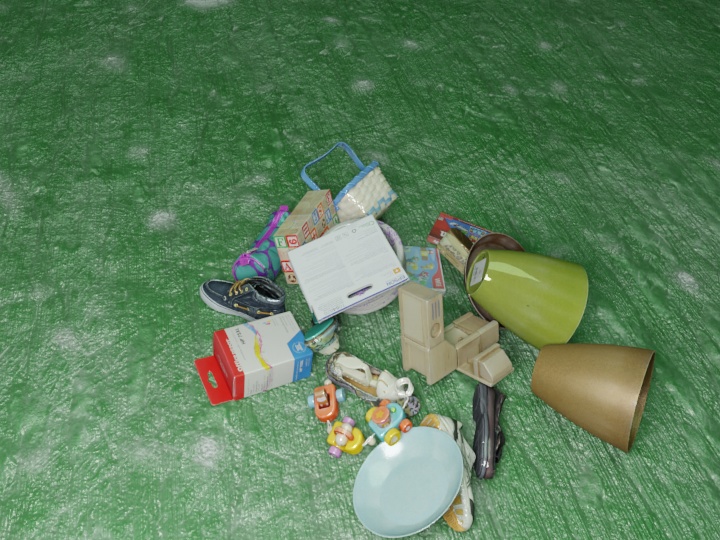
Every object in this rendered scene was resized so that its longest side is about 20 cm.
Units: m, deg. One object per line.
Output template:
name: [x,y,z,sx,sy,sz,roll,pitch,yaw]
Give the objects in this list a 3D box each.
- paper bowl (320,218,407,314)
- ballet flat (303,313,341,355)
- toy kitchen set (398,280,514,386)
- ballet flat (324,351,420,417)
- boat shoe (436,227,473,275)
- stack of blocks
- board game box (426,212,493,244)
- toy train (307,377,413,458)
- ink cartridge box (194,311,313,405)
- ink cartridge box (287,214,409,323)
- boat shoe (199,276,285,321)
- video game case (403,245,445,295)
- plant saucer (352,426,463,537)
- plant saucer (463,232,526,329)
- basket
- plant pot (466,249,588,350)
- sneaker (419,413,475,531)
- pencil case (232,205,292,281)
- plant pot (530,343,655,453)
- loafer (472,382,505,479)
paper bowl: [0.000,0.000,1.552,0.195,0.105,0.205,-7,53,9]
ballet flat: [-0.063,0.121,1.417,0.072,0.076,0.200,11,15,1]
toy kitchen set: [0.199,0.103,1.413,0.197,0.185,0.161,-25,32,-34]
ballet flat: [0.021,0.206,1.384,0.196,0.073,0.072,24,43,14]
boat shoe: [0.250,-0.002,1.659,0.202,0.063,0.073,54,30,17]
stack of blocks: [-0.110,-0.076,1.621,0.057,0.118,0.201,-2,33,23]
board game box: [0.264,-0.070,1.772,0.196,0.020,0.104,22,44,12]
toy train: [-0.006,0.240,1.303,0.195,0.056,0.153,-12,53,16]
ink cartridge box: [-0.199,0.161,1.389,0.196,0.068,0.117,-15,48,-26]
ink cartridge box: [-0.024,0.002,1.460,0.195,0.041,0.202,-23,48,-6]
boat shoe: [-0.232,0.043,1.495,0.196,0.092,0.071,22,42,13]
video game case: [0.086,-0.005,1.666,0.194,0.018,0.145,4,42,-7]
plant saucer: [0.081,0.349,1.218,0.197,0.039,0.203,-22,34,15]
plant saucer: [0.290,0.023,1.585,0.196,0.034,0.206,7,77,-30]
basket: [-0.028,-0.191,1.740,0.201,0.139,0.176,51,48,-1]
plant pot: [0.315,0.041,1.488,0.196,0.189,0.190,21,39,-13]
sneaker: [0.167,0.336,1.267,0.086,0.076,0.204,13,48,-34]
pencil case: [-0.195,-0.047,1.600,0.083,0.094,0.202,3,37,20]
plant pot: [0.425,0.214,1.394,0.196,0.190,0.187,14,39,28]
loafer: [0.237,0.285,1.342,0.061,0.073,0.202,12,39,-3]
